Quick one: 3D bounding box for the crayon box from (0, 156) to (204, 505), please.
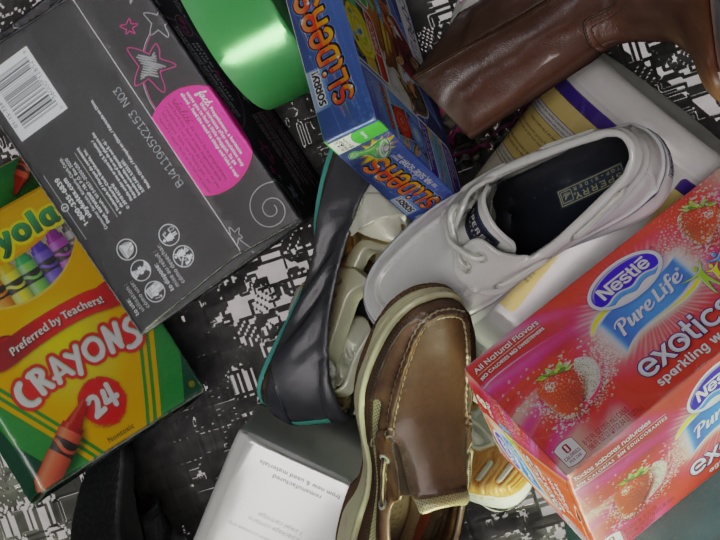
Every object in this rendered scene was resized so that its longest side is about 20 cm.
[{"bbox_3d":[-0.206,0.029,1.299,0.127,0.051,0.201,-32,86,-24],"label":"crayon box"}]

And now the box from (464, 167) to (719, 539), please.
[{"bbox_3d":[0.169,0.048,1.123,0.200,0.096,0.100,-37,49,-9],"label":"box"}]

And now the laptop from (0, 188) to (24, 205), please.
[{"bbox_3d":[-0.339,0.027,1.325,0.199,0.116,0.189,13,101,7],"label":"laptop"}]

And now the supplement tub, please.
[{"bbox_3d":[0.128,-0.015,1.228,0.145,0.145,0.200,38,103,2],"label":"supplement tub"}]

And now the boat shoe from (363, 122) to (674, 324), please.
[{"bbox_3d":[0.076,-0.027,1.136,0.199,0.065,0.074,-34,70,20],"label":"boat shoe"}]

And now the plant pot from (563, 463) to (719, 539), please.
[{"bbox_3d":[0.198,0.124,1.225,0.200,0.200,0.134,-42,73,13],"label":"plant pot"}]

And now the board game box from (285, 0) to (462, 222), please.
[{"bbox_3d":[-0.001,-0.138,1.191,0.034,0.135,0.201,-24,61,17],"label":"board game box"}]

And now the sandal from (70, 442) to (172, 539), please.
[{"bbox_3d":[-0.148,0.186,1.298,0.048,0.201,0.075,23,120,-27],"label":"sandal"}]

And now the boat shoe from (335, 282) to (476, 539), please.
[{"bbox_3d":[0.039,0.106,1.148,0.074,0.075,0.203,-12,128,-26],"label":"boat shoe"}]

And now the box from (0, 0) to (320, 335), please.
[{"bbox_3d":[-0.130,-0.084,1.276,0.132,0.115,0.201,-34,91,14],"label":"box"}]

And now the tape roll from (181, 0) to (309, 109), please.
[{"bbox_3d":[-0.073,-0.196,1.204,0.048,0.200,0.202,-23,94,13],"label":"tape roll"}]

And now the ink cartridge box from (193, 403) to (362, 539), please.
[{"bbox_3d":[-0.064,0.190,1.290,0.087,0.145,0.201,25,101,2],"label":"ink cartridge box"}]

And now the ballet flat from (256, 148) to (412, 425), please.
[{"bbox_3d":[0.000,0.000,1.227,0.073,0.073,0.201,17,83,6],"label":"ballet flat"}]

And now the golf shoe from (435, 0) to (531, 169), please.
[{"bbox_3d":[0.088,-0.145,1.261,0.200,0.073,0.092,-45,64,12],"label":"golf shoe"}]

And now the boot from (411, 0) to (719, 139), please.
[{"bbox_3d":[0.121,-0.114,1.127,0.199,0.187,0.064,-27,126,23],"label":"boot"}]

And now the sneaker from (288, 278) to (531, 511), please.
[{"bbox_3d":[0.030,0.083,1.297,0.076,0.088,0.200,-42,67,-7],"label":"sneaker"}]
